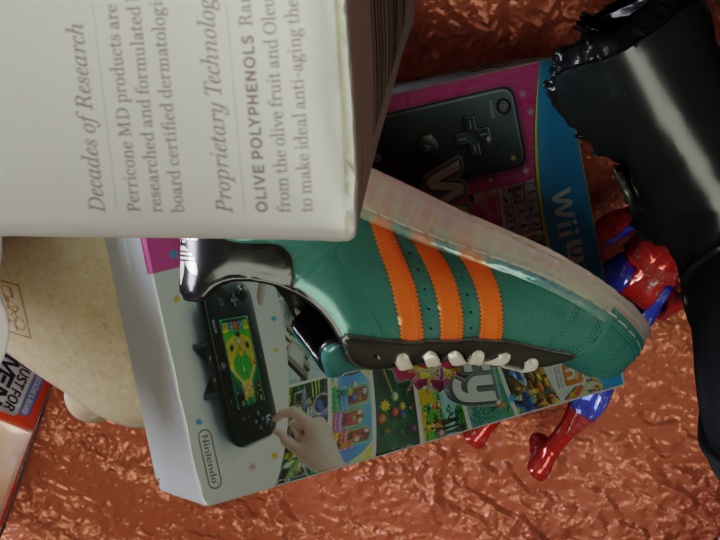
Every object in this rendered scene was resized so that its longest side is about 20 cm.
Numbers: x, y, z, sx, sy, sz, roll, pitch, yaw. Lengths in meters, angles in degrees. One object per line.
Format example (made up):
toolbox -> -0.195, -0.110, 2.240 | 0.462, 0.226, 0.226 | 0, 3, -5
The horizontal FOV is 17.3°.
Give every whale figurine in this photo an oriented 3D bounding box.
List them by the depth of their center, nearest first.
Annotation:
whale figurine -> -0.127, -0.007, 1.092 | 0.199, 0.104, 0.160 | 10, 125, 32

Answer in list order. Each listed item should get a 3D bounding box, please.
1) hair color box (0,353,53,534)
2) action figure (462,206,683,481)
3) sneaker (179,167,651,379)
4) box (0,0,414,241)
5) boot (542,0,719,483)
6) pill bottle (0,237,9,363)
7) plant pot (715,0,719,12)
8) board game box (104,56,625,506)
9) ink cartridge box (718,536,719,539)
hair color box -> -0.261, 0.068, 1.164 | 0.199, 0.064, 0.111 | 20, 121, -5
action figure -> 0.121, 0.009, 1.075 | 0.065, 0.052, 0.200 | 30, 121, -14
sneaker -> 0.018, 0.012, 0.936 | 0.199, 0.071, 0.080 | 23, 84, -16
box -> -0.076, -0.140, 0.836 | 0.170, 0.199, 0.201 | 0, 118, 8
boot -> 0.133, -0.019, 0.919 | 0.076, 0.200, 0.169 | -26, 105, 10
pill bottle -> -0.217, -0.027, 1.006 | 0.110, 0.200, 0.112 | -15, 132, -18
plant pot -> 0.252, -0.066, 0.935 | 0.199, 0.201, 0.199 | -26, 106, 22
board game box -> 0.000, 0.000, 0.997 | 0.199, 0.064, 0.149 | -15, 97, -22
ink cartridge box -> 0.220, 0.202, 1.089 | 0.146, 0.083, 0.201 | 22, 84, -2
